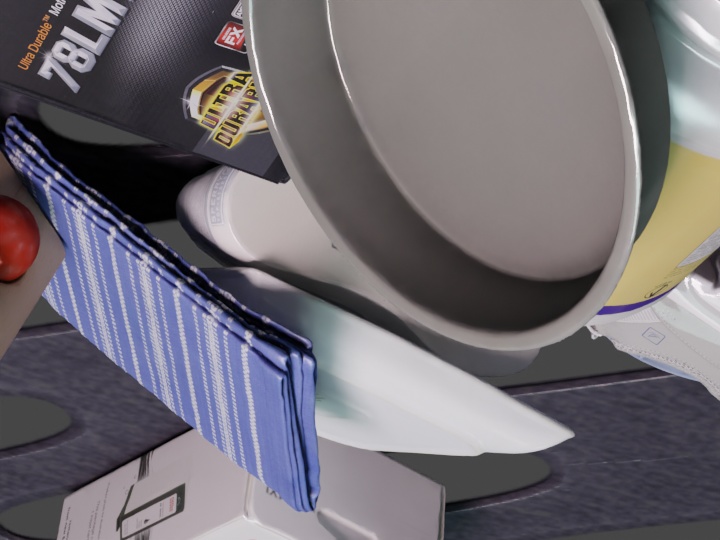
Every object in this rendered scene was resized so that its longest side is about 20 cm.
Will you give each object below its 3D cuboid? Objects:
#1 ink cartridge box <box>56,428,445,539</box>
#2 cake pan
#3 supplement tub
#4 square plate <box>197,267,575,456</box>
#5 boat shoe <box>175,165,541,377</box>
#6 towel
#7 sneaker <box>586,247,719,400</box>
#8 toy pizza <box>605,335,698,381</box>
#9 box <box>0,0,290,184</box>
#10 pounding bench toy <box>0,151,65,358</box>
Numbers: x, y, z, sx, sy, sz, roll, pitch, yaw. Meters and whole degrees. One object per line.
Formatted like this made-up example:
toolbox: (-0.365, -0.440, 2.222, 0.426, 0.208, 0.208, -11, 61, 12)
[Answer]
ink cartridge box: (-0.067, 0.163, 1.372, 0.146, 0.085, 0.200, 29, 141, -31)
cake pan: (0.035, -0.070, 0.840, 0.037, 0.201, 0.200, -28, 167, -35)
supplement tub: (0.110, -0.082, 0.896, 0.145, 0.146, 0.200, 17, 146, -16)
square plate: (-0.025, 0.051, 1.174, 0.197, 0.029, 0.200, 27, 164, -28)
boat shoe: (0.000, 0.000, 1.126, 0.199, 0.072, 0.068, 17, 172, -33)
towel: (-0.094, 0.023, 1.113, 0.200, 0.024, 0.145, 38, 155, 23)
sneaker: (0.108, -0.002, 1.033, 0.200, 0.075, 0.082, 35, 131, 3)
toy pizza: (0.201, -0.001, 1.114, 0.199, 0.032, 0.201, 4, 149, 3)
box: (-0.081, -0.129, 0.949, 0.197, 0.050, 0.200, 17, 146, -19)
pounding bench toy: (-0.244, 0.018, 1.039, 0.155, 0.200, 0.125, -15, 121, 30)
